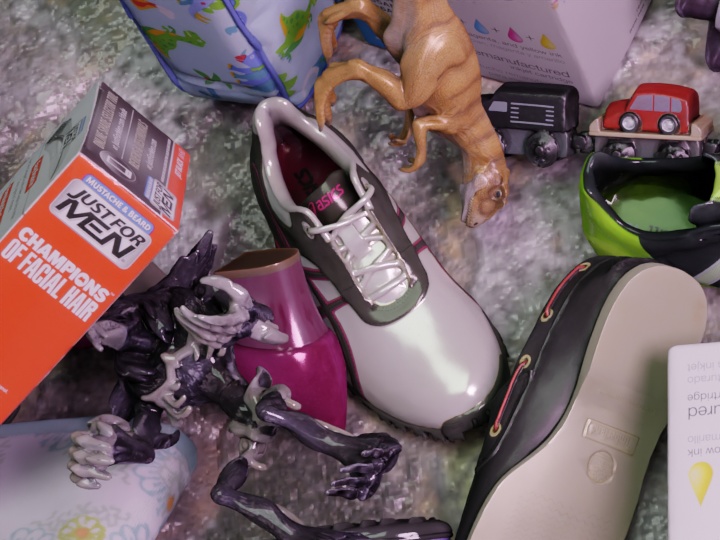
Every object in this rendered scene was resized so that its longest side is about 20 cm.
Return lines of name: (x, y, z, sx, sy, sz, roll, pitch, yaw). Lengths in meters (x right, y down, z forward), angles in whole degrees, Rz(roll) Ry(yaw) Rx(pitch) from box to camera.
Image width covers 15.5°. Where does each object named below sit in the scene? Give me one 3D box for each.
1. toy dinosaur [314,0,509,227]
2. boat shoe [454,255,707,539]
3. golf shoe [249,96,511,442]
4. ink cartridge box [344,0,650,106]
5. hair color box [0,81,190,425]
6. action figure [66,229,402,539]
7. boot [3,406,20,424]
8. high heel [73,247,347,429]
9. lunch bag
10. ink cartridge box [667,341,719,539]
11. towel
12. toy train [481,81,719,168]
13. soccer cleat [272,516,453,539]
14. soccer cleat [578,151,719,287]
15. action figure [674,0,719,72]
toy dinosaur: (0.028, -0.112, 1.277, 0.106, 0.200, 0.061, -3, 42, 16)
boat shoe: (0.094, 0.086, 1.246, 0.202, 0.074, 0.063, -63, 27, -6)
golf shoe: (0.000, 0.000, 1.304, 0.077, 0.088, 0.200, -36, 60, -3)
ink cartridge box: (0.063, -0.205, 1.318, 0.147, 0.200, 0.145, 18, 71, 26)
hair color box: (-0.169, 0.015, 1.255, 0.200, 0.064, 0.111, -47, 15, 16)
action figure: (-0.073, 0.056, 1.217, 0.200, 0.102, 0.119, 37, 102, 31)
boot: (-0.278, 0.029, 1.355, 0.199, 0.131, 0.068, 15, 70, 24)
high heel: (-0.095, 0.046, 1.332, 0.200, 0.096, 0.067, -4, 18, 43)
lunch bag: (-0.060, -0.188, 1.350, 0.082, 0.200, 0.161, 11, 68, 22)
ink cartridge box: (0.212, 0.134, 1.166, 0.145, 0.083, 0.201, -5, 63, 16)
towel: (-0.193, 0.139, 1.273, 0.199, 0.048, 0.171, -6, 32, 23)
toy train: (0.149, -0.072, 1.311, 0.199, 0.034, 0.046, 5, 103, 21)
soccer cleat: (-0.045, 0.169, 1.253, 0.199, 0.068, 0.073, -18, 78, 9)
soccer cleat: (0.198, -0.020, 1.249, 0.199, 0.081, 0.068, 5, 66, 21)
action figure: (0.249, -0.111, 1.261, 0.200, 0.130, 0.070, 20, 89, 32)
